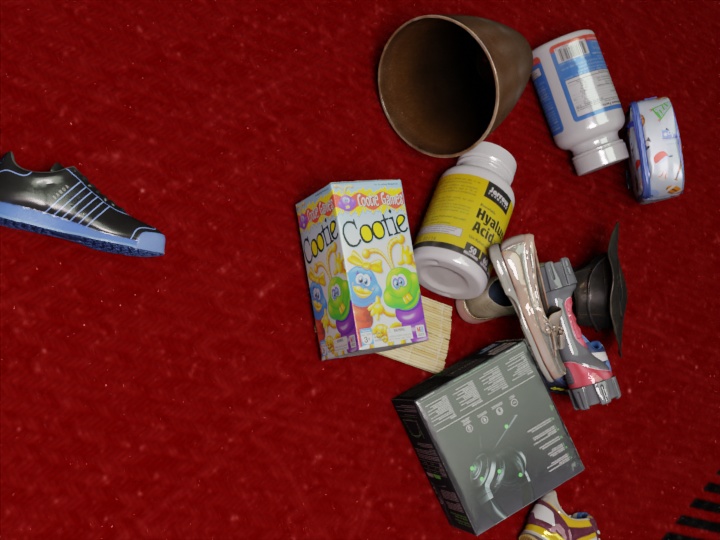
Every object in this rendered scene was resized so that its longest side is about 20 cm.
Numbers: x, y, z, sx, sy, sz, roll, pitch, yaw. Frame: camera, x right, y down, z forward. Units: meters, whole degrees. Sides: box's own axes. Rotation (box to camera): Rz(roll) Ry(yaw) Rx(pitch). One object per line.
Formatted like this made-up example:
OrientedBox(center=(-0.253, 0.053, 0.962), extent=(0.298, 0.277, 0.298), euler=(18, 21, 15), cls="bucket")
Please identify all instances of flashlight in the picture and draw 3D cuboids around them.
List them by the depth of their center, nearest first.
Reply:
OrientedBox(center=(0.289, 0.083, 1.298), extent=(0.068, 0.068, 0.201), euler=(-2, 75, -65), cls="flashlight")

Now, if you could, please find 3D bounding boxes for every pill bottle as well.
OrientedBox(center=(0.145, -0.072, 1.305), extent=(0.111, 0.111, 0.201), euler=(32, 63, -21), cls="pill bottle")
OrientedBox(center=(0.334, -0.251, 1.463), extent=(0.112, 0.112, 0.201), euler=(-18, 89, -33), cls="pill bottle")

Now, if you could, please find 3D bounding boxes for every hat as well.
OrientedBox(center=(0.343, 0.030, 1.408), extent=(0.200, 0.080, 0.202), euler=(-4, 90, -70), cls="hat")

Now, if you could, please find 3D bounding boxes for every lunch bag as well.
OrientedBox(center=(0.446, -0.187, 1.479), extent=(0.075, 0.200, 0.162), euler=(-11, 90, 11), cls="lunch bag")

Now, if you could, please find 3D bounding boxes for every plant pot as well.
OrientedBox(center=(0.155, -0.273, 1.338), extent=(0.200, 0.186, 0.188), euler=(-31, 95, -48), cls="plant pot")

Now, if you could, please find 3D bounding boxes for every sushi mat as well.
OrientedBox(center=(0.034, 0.064, 1.263), extent=(0.199, 0.012, 0.096), euler=(21, 69, -25), cls="sushi mat")

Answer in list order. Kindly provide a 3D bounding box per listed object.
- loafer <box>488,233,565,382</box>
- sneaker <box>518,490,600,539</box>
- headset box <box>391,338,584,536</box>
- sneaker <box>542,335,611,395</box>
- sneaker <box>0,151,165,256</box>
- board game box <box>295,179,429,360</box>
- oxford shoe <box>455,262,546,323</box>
OrientedBox(center=(0.229, 0.048, 1.237), extent=(0.201, 0.063, 0.072), euler=(64, 12, -12), cls="loafer")
OrientedBox(center=(0.310, 0.384, 1.314), extent=(0.200, 0.075, 0.090), euler=(41, 66, -17), cls="sneaker")
OrientedBox(center=(0.166, 0.216, 1.235), extent=(0.173, 0.093, 0.201), euler=(-27, 92, -18), cls="headset box")
OrientedBox(center=(0.277, 0.129, 1.362), extent=(0.199, 0.074, 0.083), euler=(13, 71, -36), cls="sneaker")
OrientedBox(center=(-0.305, -0.070, 1.059), extent=(0.199, 0.070, 0.079), euler=(16, 77, -26), cls="sneaker")
OrientedBox(center=(0.000, 0.000, 1.189), extent=(0.102, 0.105, 0.202), euler=(-5, 81, -30), cls="board game box")
OrientedBox(center=(0.229, 0.028, 1.352), extent=(0.199, 0.074, 0.071), euler=(-19, 86, -34), cls="oxford shoe")
